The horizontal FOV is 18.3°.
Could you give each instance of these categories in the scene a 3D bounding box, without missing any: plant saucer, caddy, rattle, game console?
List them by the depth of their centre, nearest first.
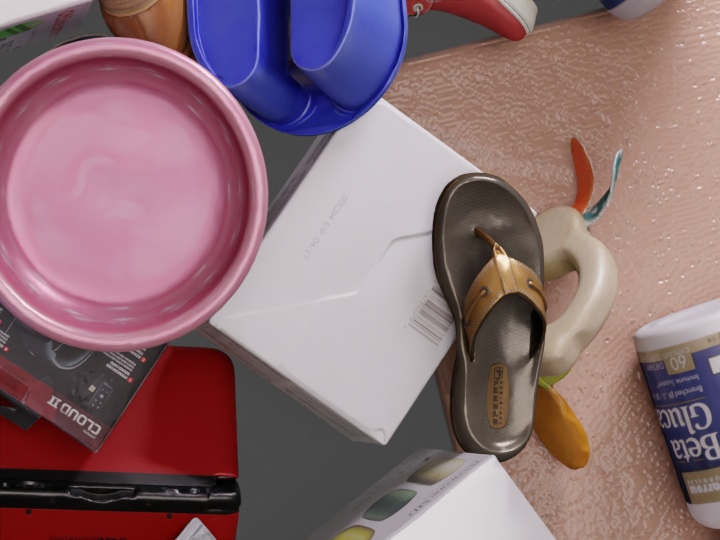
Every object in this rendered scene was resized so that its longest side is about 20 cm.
[{"bbox_3d":[-0.159,-0.049,1.449,0.199,0.051,0.202,0,94,-2],"label":"plant saucer"},{"bbox_3d":[-0.042,-0.196,1.549,0.141,0.105,0.201,-9,76,24],"label":"caddy"},{"bbox_3d":[-0.192,0.154,1.597,0.199,0.119,0.173,3,118,-12],"label":"game console"},{"bbox_3d":[0.169,0.021,1.659,0.143,0.130,0.201,38,54,-19],"label":"rattle"}]

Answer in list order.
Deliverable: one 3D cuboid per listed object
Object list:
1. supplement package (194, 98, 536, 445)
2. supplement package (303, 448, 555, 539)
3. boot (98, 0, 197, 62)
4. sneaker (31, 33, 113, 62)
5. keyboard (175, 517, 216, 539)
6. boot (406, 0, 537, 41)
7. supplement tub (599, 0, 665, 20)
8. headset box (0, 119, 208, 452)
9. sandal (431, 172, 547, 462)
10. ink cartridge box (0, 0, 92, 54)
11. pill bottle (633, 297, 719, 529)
[{"bbox_3d":[0.000,0.000,1.598,0.155,0.111,0.201,36,81,-9],"label":"supplement package"},{"bbox_3d":[0.053,0.228,1.553,0.151,0.200,0.151,-37,95,-12],"label":"supplement package"},{"bbox_3d":[-0.145,-0.214,1.585,0.076,0.201,0.156,-18,127,6],"label":"boot"},{"bbox_3d":[-0.238,-0.095,1.563,0.200,0.084,0.075,-43,96,-11],"label":"sneaker"},{"bbox_3d":[-0.077,0.263,1.583,0.056,0.011,0.200,-46,117,-19],"label":"keyboard"},{"bbox_3d":[0.019,-0.189,1.634,0.199,0.072,0.145,31,82,-1],"label":"boot"},{"bbox_3d":[0.179,-0.300,1.635,0.200,0.144,0.144,46,79,-7],"label":"supplement tub"},{"bbox_3d":[-0.194,0.014,1.515,0.148,0.077,0.201,33,94,-4],"label":"headset box"},{"bbox_3d":[0.093,0.033,1.533,0.081,0.055,0.202,1,90,-17],"label":"sandal"},{"bbox_3d":[-0.301,-0.214,1.524,0.199,0.147,0.147,-19,91,-12],"label":"ink cartridge box"},{"bbox_3d":[0.283,0.124,1.655,0.110,0.111,0.201,-19,91,-13],"label":"pill bottle"}]
